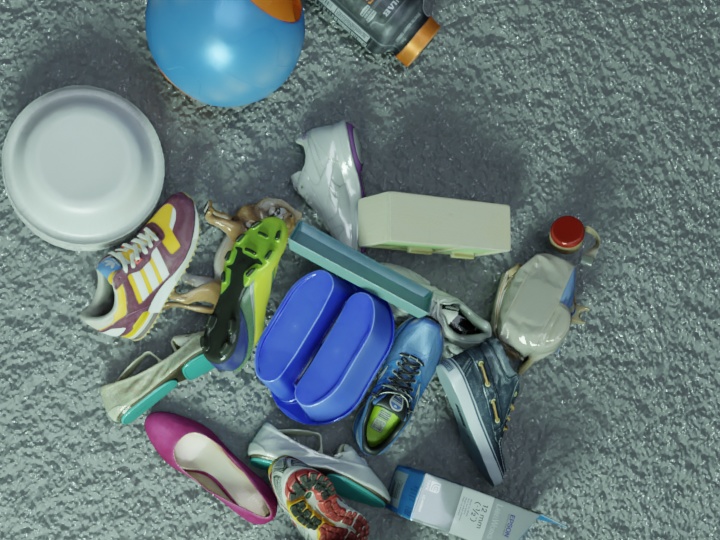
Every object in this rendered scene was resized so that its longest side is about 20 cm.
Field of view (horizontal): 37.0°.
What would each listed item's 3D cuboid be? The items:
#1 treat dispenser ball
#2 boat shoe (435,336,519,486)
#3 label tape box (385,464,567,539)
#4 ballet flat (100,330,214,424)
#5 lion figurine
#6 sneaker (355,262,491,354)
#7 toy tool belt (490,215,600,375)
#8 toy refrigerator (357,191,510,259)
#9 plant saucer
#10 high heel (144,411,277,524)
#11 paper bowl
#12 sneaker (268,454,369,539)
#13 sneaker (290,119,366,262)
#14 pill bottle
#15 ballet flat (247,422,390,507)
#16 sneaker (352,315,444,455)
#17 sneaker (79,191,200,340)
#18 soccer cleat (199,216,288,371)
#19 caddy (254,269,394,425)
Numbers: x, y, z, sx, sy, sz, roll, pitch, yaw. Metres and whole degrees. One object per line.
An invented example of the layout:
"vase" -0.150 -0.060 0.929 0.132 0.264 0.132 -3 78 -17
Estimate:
"treat dispenser ball" -0.169 -0.307 1.346 0.199 0.201 0.203 1 84 -12
"boat shoe" 0.174 0.187 1.413 0.090 0.071 0.202 -27 115 -12
"label tape box" 0.144 0.315 1.382 0.199 0.143 0.067 23 80 -9
"ballet flat" -0.239 0.116 1.361 0.199 0.068 0.063 -33 71 -15
"lion figurine" -0.166 -0.013 1.394 0.122 0.072 0.201 28 93 -16
"sneaker" 0.088 0.046 1.431 0.199 0.081 0.076 26 81 -7
"toy tool belt" 0.252 0.036 1.465 0.124 0.123 0.201 20 70 17
"toy refrigerator" 0.099 -0.056 1.411 0.199 0.076 0.071 3 83 -34
"plant saucer" 0.000 0.000 1.363 0.199 0.070 0.019 27 114 -3
"high heel" -0.187 0.245 1.340 0.200 0.096 0.067 45 77 -5
"paper bowl" -0.344 -0.129 1.341 0.199 0.104 0.203 2 83 -13
"sneaker" -0.052 0.300 1.351 0.078 0.082 0.201 -38 129 -17
"sneaker" -0.038 -0.094 1.433 0.099 0.075 0.202 -8 89 11
"pill bottle" 0.013 -0.365 1.442 0.200 0.106 0.106 40 78 -6
"ballet flat" -0.047 0.246 1.393 0.198 0.069 0.070 20 80 -9
"sneaker" 0.054 0.153 1.383 0.078 0.089 0.201 23 96 -5
"sneaker" -0.271 -0.010 1.324 0.090 0.075 0.201 20 97 -46
"soccer cleat" -0.139 0.030 1.339 0.064 0.084 0.202 15 76 25
"caddy" -0.044 0.098 1.377 0.141 0.105 0.201 29 82 24
